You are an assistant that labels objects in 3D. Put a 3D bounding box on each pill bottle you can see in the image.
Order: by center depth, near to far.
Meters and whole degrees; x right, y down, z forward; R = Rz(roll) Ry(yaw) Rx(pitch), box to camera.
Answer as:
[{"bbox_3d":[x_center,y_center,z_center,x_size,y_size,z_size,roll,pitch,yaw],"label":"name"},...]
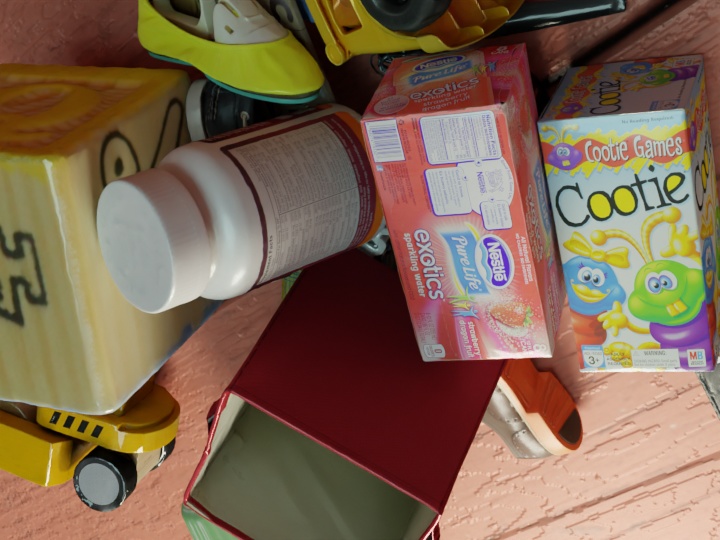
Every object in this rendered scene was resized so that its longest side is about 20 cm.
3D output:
[{"bbox_3d":[-0.079,-0.044,0.879,0.109,0.199,0.111,24,124,40],"label":"pill bottle"}]

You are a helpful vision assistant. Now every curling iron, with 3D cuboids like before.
[{"bbox_3d":[0.100,-0.177,0.925,0.197,0.026,0.050,-12,141,24],"label":"curling iron"}]

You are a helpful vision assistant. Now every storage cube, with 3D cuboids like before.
[{"bbox_3d":[-0.008,0.119,0.968,0.198,0.181,0.172,28,137,3],"label":"storage cube"}]

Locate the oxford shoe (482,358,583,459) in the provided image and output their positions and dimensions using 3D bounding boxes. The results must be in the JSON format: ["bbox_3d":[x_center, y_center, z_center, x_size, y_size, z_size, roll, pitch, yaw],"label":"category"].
[{"bbox_3d":[0.104,0.084,1.049,0.072,0.071,0.201,-26,106,38],"label":"oxford shoe"}]

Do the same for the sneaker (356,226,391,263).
[{"bbox_3d":[0.019,-0.084,0.969,0.090,0.067,0.201,36,122,1],"label":"sneaker"}]

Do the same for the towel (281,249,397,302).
[{"bbox_3d":[0.000,0.000,1.076,0.142,0.023,0.202,16,123,16],"label":"towel"}]

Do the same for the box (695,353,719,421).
[{"bbox_3d":[0.369,0.086,0.942,0.198,0.049,0.161,-21,110,32],"label":"box"}]

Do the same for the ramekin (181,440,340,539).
[{"bbox_3d":[-0.065,0.205,1.122,0.198,0.200,0.099,-25,100,33],"label":"ramekin"}]

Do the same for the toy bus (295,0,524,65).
[{"bbox_3d":[0.000,-0.250,0.876,0.190,0.135,0.202,-4,117,45],"label":"toy bus"}]

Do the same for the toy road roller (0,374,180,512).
[{"bbox_3d":[-0.271,0.127,1.218,0.197,0.123,0.148,16,110,12],"label":"toy road roller"}]

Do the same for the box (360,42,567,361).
[{"bbox_3d":[0.079,-0.044,0.871,0.101,0.095,0.202,-3,123,21],"label":"box"}]

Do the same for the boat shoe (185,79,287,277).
[{"bbox_3d":[-0.077,-0.070,1.000,0.059,0.074,0.202,-2,131,20],"label":"boat shoe"}]

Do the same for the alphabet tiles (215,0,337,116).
[{"bbox_3d":[-0.094,-0.191,0.965,0.166,0.008,0.202,17,138,48],"label":"alphabet tiles"}]

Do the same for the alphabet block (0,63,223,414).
[{"bbox_3d":[-0.238,-0.033,0.955,0.193,0.196,0.203,4,117,21],"label":"alphabet block"}]

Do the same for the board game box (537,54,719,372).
[{"bbox_3d":[0.204,-0.039,0.908,0.102,0.105,0.202,-2,118,25],"label":"board game box"}]

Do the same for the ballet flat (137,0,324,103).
[{"bbox_3d":[-0.104,-0.178,0.926,0.199,0.066,0.068,26,129,42],"label":"ballet flat"}]

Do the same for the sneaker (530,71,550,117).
[{"bbox_3d":[0.104,-0.059,0.962,0.086,0.074,0.203,5,120,23],"label":"sneaker"}]
